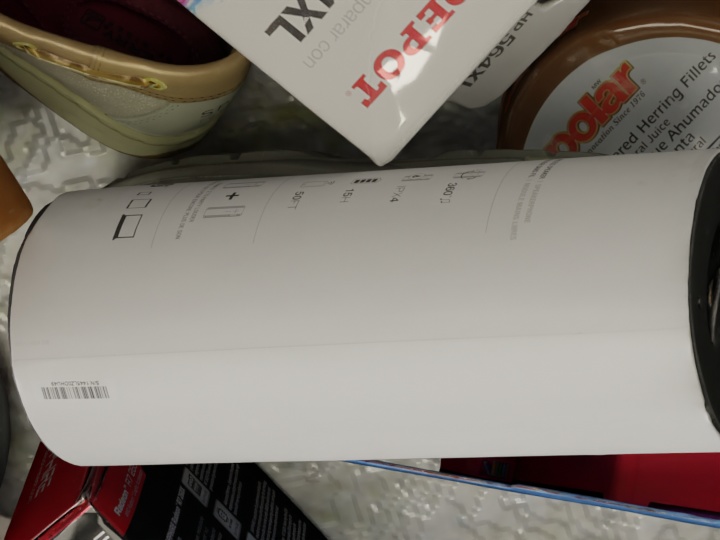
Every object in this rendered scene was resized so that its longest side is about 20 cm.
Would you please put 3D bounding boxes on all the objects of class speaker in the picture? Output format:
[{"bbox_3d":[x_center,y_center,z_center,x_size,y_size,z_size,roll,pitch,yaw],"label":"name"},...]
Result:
[{"bbox_3d":[0.009,0.011,0.743,0.200,0.081,0.081,-3,115,24],"label":"speaker"}]

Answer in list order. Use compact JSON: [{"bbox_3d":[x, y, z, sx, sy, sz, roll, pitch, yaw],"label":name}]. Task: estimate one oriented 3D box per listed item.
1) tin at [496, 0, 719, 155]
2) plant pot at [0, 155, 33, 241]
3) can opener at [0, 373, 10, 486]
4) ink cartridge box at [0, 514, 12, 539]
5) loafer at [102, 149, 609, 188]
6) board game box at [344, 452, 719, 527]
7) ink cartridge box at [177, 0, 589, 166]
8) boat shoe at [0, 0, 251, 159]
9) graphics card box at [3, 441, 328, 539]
[{"bbox_3d":[0.130,-0.007,0.850,0.200,0.042,0.112,38,110,-10],"label":"tin"},{"bbox_3d":[-0.211,-0.028,0.755,0.200,0.200,0.140,-26,98,19],"label":"plant pot"},{"bbox_3d":[-0.154,-0.008,0.891,0.066,0.053,0.200,-13,120,-24],"label":"can opener"},{"bbox_3d":[-0.186,0.152,0.935,0.117,0.067,0.200,17,137,1],"label":"ink cartridge box"},{"bbox_3d":[0.000,0.000,0.826,0.200,0.070,0.070,1,86,34],"label":"loafer"},{"bbox_3d":[0.075,0.052,0.822,0.200,0.158,0.039,8,85,25],"label":"board game box"},{"bbox_3d":[-0.003,-0.139,0.757,0.200,0.125,0.129,39,114,-10],"label":"ink cartridge box"},{"bbox_3d":[-0.117,-0.107,0.809,0.200,0.074,0.066,28,156,-14],"label":"boat shoe"},{"bbox_3d":[-0.029,0.128,0.887,0.051,0.126,0.200,-39,105,15],"label":"graphics card box"}]
